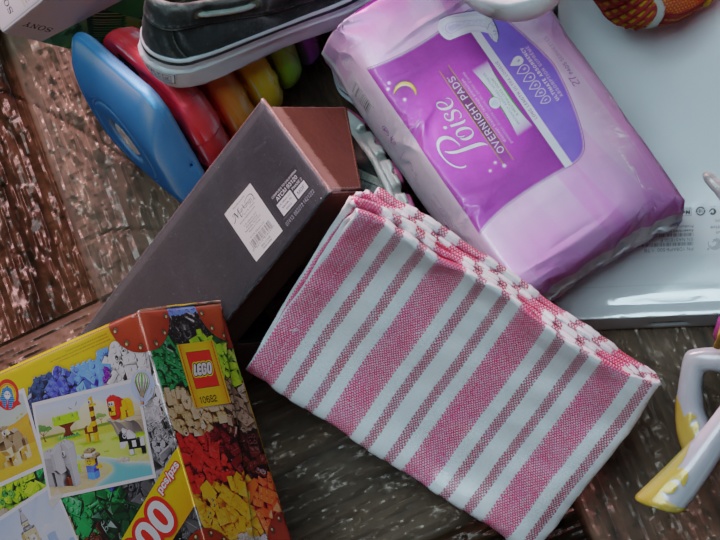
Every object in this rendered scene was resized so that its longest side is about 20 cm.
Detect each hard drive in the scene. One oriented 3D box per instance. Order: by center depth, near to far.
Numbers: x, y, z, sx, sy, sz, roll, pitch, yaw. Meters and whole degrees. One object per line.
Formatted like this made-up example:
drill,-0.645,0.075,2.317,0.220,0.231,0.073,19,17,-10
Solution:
hard drive,0.179,-0.066,1.720,0.131,0.027,0.201,-3,72,15

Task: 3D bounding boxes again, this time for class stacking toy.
stacking toy,-0.065,-0.139,1.770,0.200,0.116,0.110,-40,46,-10

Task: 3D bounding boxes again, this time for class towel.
towel,0.048,0.059,1.641,0.200,0.030,0.147,34,124,2

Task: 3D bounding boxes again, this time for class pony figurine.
pony figurine,0.257,0.050,1.601,0.192,0.167,0.201,16,98,13

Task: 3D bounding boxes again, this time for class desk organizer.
desk organizer,-0.068,-0.003,1.693,0.200,0.077,0.072,-50,63,28

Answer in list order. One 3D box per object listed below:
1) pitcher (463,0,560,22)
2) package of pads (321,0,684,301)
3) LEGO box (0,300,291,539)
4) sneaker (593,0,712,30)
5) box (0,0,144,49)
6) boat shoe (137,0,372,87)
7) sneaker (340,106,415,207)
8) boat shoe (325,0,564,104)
pitcher,0.049,-0.233,1.647,0.199,0.121,0.172,23,63,15
package of pads,0.080,-0.078,1.675,0.120,0.076,0.200,-32,79,-10
LEGO box,-0.150,0.120,1.665,0.200,0.077,0.150,-24,80,35
sneaker,0.141,-0.227,1.737,0.077,0.073,0.201,-18,73,-33
box,-0.106,-0.197,1.746,0.200,0.144,0.036,-34,69,25
boat shoe,-0.040,-0.175,1.702,0.200,0.071,0.072,-35,62,-26
sneaker,0.000,0.000,1.721,0.087,0.074,0.201,-22,73,1
boat shoe,0.066,-0.168,1.762,0.200,0.067,0.074,-41,67,-1
